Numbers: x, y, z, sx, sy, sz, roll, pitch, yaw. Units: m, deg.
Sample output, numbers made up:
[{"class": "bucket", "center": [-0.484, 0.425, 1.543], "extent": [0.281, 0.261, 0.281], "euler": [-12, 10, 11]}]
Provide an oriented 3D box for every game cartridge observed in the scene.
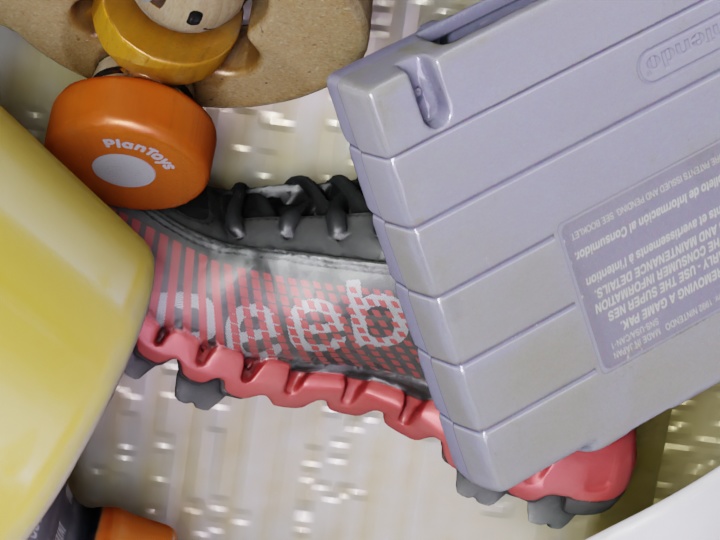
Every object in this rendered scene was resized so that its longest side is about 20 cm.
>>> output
[{"class": "game cartridge", "center": [0.095, -0.036, 0.812], "extent": [0.200, 0.038, 0.130], "euler": [-27, 117, -20]}]

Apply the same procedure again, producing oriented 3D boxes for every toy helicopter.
[{"class": "toy helicopter", "center": [-0.074, -0.101, 0.745], "extent": [0.132, 0.079, 0.200], "euler": [-18, 141, 42]}]

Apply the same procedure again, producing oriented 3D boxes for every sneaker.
[{"class": "sneaker", "center": [0.000, 0.000, 0.848], "extent": [0.200, 0.071, 0.098], "euler": [19, 111, -11]}]

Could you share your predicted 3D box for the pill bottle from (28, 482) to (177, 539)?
[{"class": "pill bottle", "center": [-0.157, 0.082, 0.860], "extent": [0.200, 0.106, 0.106], "euler": [18, 111, -7]}]

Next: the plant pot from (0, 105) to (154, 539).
[{"class": "plant pot", "center": [-0.165, 0.000, 0.739], "extent": [0.189, 0.201, 0.201], "euler": [33, 109, -16]}]

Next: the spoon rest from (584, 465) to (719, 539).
[{"class": "spoon rest", "center": [0.134, 0.058, 0.873], "extent": [0.200, 0.099, 0.061], "euler": [-19, 80, -5]}]
